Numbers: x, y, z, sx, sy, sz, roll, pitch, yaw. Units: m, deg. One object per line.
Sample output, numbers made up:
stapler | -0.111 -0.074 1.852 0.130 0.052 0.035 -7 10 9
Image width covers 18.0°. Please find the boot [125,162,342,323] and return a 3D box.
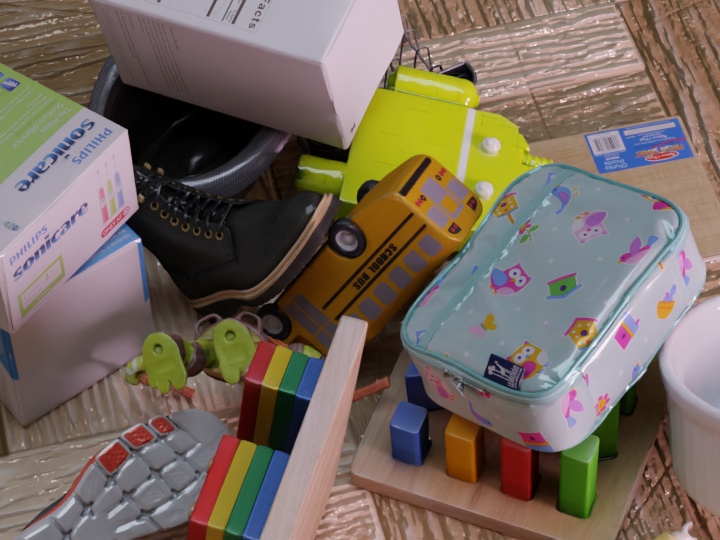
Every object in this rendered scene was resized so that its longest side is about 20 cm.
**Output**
boot | -0.113 -0.040 1.651 0.138 0.200 0.078 41 53 -13

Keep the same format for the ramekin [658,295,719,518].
ramekin | 0.306 0.100 1.581 0.199 0.098 0.201 -2 29 1

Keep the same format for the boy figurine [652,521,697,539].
boy figurine | 0.220 0.226 1.534 0.198 0.065 0.125 -4 52 -6

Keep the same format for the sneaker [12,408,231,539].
sneaker | -0.179 0.164 1.582 0.199 0.082 0.077 -35 97 -16

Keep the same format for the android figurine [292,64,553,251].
android figurine | 0.051 -0.079 1.752 0.198 0.041 0.183 13 52 1

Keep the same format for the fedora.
fedora | -0.125 -0.117 1.813 0.176 0.091 0.201 15 63 18

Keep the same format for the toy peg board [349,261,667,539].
toy peg board | 0.116 0.076 1.629 0.198 0.098 0.201 16 57 15

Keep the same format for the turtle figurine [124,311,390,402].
turtle figurine | -0.084 0.061 1.608 0.198 0.161 0.065 5 86 11

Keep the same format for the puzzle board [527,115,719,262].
puzzle board | 0.183 -0.048 1.796 0.198 0.017 0.151 -11 50 -8

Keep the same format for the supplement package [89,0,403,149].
supplement package | -0.084 -0.195 1.726 0.199 0.122 0.120 18 65 18

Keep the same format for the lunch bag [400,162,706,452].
lunch bag | 0.128 0.022 1.570 0.160 0.077 0.200 25 63 37

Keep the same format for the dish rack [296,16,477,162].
dish rack | -0.011 -0.172 1.881 0.152 0.055 0.200 -22 52 -17

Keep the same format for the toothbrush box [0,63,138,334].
toothbrush box | -0.281 -0.069 1.614 0.199 0.086 0.146 26 55 23

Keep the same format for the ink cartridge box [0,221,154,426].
ink cartridge box | -0.265 -0.012 1.706 0.125 0.129 0.200 -32 57 -23

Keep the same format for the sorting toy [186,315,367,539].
sorting toy | -0.066 0.157 1.506 0.069 0.199 0.201 17 52 4

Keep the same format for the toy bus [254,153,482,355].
toy bus | 0.000 0.000 1.655 0.078 0.200 0.065 39 39 -3
